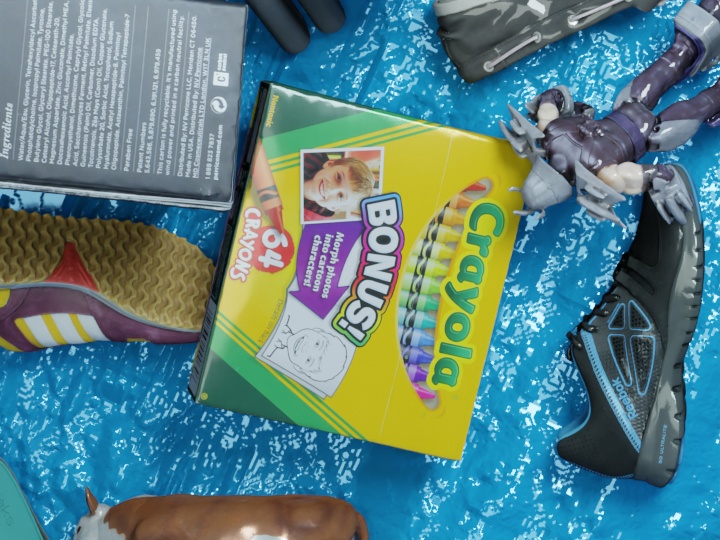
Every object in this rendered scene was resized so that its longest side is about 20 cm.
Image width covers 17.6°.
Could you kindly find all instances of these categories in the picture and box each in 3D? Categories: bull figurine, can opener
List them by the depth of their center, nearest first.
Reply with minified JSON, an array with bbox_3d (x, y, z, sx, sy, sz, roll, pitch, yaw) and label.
[{"bbox_3d":[-0.065,-0.203,1.400,0.052,0.200,0.067,-28,55,8],"label":"can opener"},{"bbox_3d":[-0.093,0.182,1.452,0.199,0.122,0.065,-6,128,0],"label":"bull figurine"}]

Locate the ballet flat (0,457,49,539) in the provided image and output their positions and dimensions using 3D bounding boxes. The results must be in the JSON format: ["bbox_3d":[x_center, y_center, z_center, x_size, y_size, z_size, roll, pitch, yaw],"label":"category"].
[{"bbox_3d":[-0.216,0.210,1.495,0.064,0.067,0.201,-30,87,41],"label":"ballet flat"}]

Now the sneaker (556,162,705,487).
[{"bbox_3d":[0.168,0.032,1.433,0.081,0.073,0.201,7,92,7],"label":"sneaker"}]

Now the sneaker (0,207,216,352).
[{"bbox_3d":[-0.182,0.015,1.478,0.199,0.090,0.075,14,56,-15],"label":"sneaker"}]

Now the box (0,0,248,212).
[{"bbox_3d":[-0.184,-0.105,1.375,0.195,0.200,0.125,4,92,-15],"label":"box"}]

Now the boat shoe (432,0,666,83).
[{"bbox_3d":[0.144,-0.170,1.436,0.199,0.067,0.057,-17,106,11],"label":"boat shoe"}]

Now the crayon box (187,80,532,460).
[{"bbox_3d":[0.000,0.000,1.436,0.171,0.058,0.201,13,94,-11],"label":"crayon box"}]

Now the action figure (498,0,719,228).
[{"bbox_3d":[0.171,-0.087,1.398,0.200,0.070,0.130,-35,61,-16],"label":"action figure"}]
